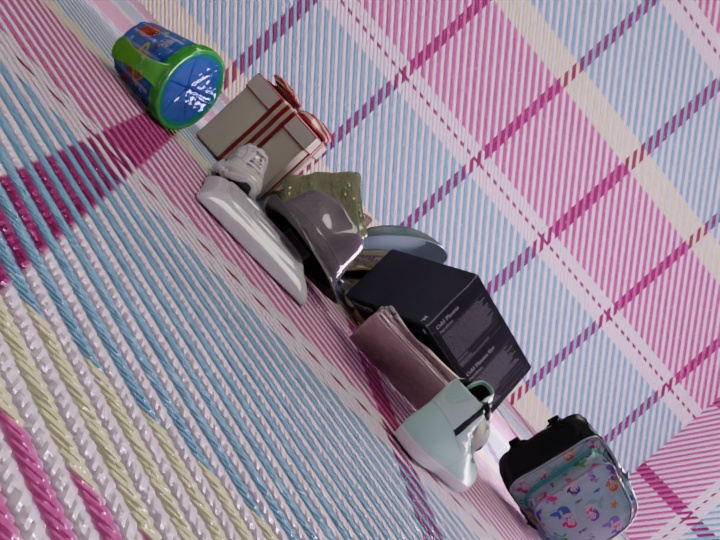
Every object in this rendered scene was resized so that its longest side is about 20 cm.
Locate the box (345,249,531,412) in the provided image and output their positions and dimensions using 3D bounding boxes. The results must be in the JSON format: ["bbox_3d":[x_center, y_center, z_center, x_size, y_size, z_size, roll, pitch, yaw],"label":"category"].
[{"bbox_3d":[0.108,0.084,1.199,0.200,0.104,0.182,19,-31,55],"label":"box"}]

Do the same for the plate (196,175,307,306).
[{"bbox_3d":[-0.139,-0.052,1.174,0.200,0.032,0.200,47,4,-13],"label":"plate"}]

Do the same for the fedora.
[{"bbox_3d":[-0.058,-0.052,1.281,0.200,0.090,0.177,37,-22,53],"label":"fedora"}]

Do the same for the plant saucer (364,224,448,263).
[{"bbox_3d":[0.053,-0.042,1.497,0.201,0.200,0.039,41,48,-60],"label":"plant saucer"}]

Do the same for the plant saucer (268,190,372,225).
[{"bbox_3d":[-0.077,-0.107,1.603,0.199,0.030,0.200,14,-4,1],"label":"plant saucer"}]

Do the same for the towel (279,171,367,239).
[{"bbox_3d":[-0.066,-0.105,1.444,0.200,0.148,0.037,-95,178,-49],"label":"towel"}]

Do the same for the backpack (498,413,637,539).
[{"bbox_3d":[0.334,0.350,1.339,0.200,0.177,0.151,57,3,-27],"label":"backpack"}]

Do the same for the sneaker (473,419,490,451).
[{"bbox_3d":[0.133,0.195,1.315,0.081,0.075,0.200,25,26,-36],"label":"sneaker"}]

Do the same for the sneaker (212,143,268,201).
[{"bbox_3d":[-0.177,-0.157,1.317,0.075,0.081,0.200,49,-1,-21],"label":"sneaker"}]

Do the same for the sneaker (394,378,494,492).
[{"bbox_3d":[0.129,0.196,1.034,0.074,0.118,0.200,49,3,33],"label":"sneaker"}]

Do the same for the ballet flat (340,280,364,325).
[{"bbox_3d":[-0.003,0.040,1.513,0.063,0.069,0.200,31,9,-22],"label":"ballet flat"}]

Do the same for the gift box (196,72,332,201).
[{"bbox_3d":[-0.176,-0.256,1.618,0.185,0.187,0.200,48,5,-3],"label":"gift box"}]

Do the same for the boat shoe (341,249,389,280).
[{"bbox_3d":[0.000,0.000,1.457,0.199,0.073,0.063,11,62,-23],"label":"boat shoe"}]

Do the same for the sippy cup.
[{"bbox_3d":[-0.297,-0.303,1.293,0.130,0.140,0.178,39,-24,21],"label":"sippy cup"}]

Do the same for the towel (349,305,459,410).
[{"bbox_3d":[0.073,0.134,1.163,0.191,0.032,0.200,47,-16,1],"label":"towel"}]
